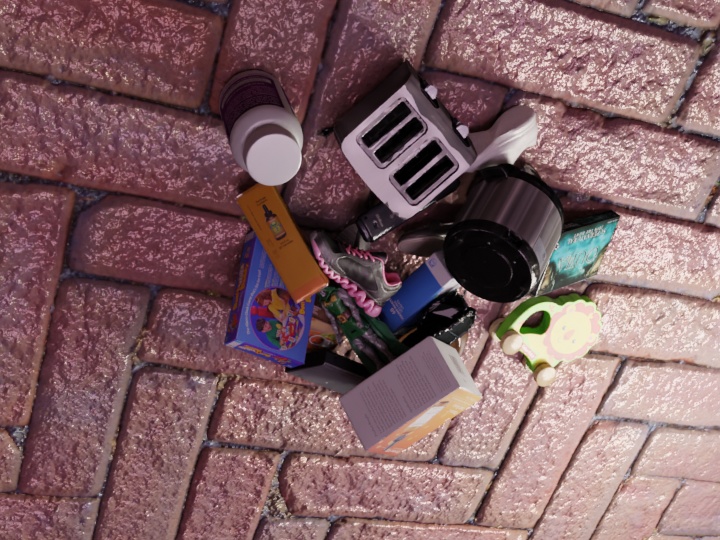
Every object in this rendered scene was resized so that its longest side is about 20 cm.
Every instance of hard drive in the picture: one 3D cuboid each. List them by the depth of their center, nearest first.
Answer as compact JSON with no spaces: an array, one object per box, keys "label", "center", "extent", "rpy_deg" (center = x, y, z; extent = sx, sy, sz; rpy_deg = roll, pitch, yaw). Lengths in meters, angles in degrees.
[{"label":"hard drive","center":[-0.023,0.200,1.861],"extent":[0.198,0.033,0.139],"rpy_deg":[24,156,-30]}]

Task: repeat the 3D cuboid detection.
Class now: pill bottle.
[{"label":"pill bottle","center":[-0.147,-0.211,1.495],"extent":[0.110,0.201,0.114],"rpy_deg":[-8,125,-11]}]

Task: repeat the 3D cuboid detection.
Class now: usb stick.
[{"label":"usb stick","center":[0.082,-0.117,1.704],"extent":[0.199,0.033,0.056],"rpy_deg":[-33,112,-12]}]

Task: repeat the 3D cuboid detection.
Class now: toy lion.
[{"label":"toy lion","center":[0.379,0.118,1.969],"extent":[0.192,0.069,0.200],"rpy_deg":[-46,124,6]}]

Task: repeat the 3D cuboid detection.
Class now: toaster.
[{"label":"toaster","center":[0.064,-0.204,1.595],"extent":[0.199,0.119,0.181],"rpy_deg":[-39,110,9]}]

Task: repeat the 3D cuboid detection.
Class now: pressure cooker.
[{"label":"pressure cooker","center":[0.248,-0.067,1.671],"extent":[0.177,0.201,0.177],"rpy_deg":[29,143,7]}]

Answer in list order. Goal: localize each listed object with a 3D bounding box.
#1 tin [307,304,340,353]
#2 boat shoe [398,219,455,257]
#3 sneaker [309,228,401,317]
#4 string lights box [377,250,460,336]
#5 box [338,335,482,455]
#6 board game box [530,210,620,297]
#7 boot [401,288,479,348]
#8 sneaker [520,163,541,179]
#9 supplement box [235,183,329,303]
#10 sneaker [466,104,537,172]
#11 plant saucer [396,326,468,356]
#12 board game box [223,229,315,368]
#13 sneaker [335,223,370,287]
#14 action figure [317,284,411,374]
[{"label":"tin","center":[-0.124,0.092,1.782],"extent":[0.198,0.042,0.112],"rpy_deg":[25,140,-30]},{"label":"boat shoe","center":[0.159,-0.065,1.786],"extent":[0.197,0.058,0.067],"rpy_deg":[-2,150,-11]},{"label":"sneaker","center":[-0.004,-0.013,1.667],"extent":[0.095,0.079,0.200],"rpy_deg":[-37,124,14]},{"label":"string lights box","center":[0.106,0.044,1.772],"extent":[0.200,0.059,0.102],"rpy_deg":[-43,164,31]},{"label":"box","center":[0.089,0.222,1.735],"extent":[0.199,0.107,0.152],"rpy_deg":[-36,157,12]},{"label":"board game box","center":[0.393,-0.033,1.836],"extent":[0.198,0.028,0.137],"rpy_deg":[-15,131,-41]},{"label":"boot","center":[0.127,0.116,1.783],"extent":[0.197,0.074,0.162],"rpy_deg":[-38,166,3]},{"label":"sneaker","center":[0.303,-0.095,1.790],"extent":[0.082,0.081,0.202],"rpy_deg":[-15,126,0]},{"label":"supplement box","center":[-0.126,-0.050,1.638],"extent":[0.066,0.069,0.202],"rpy_deg":[-29,97,4]},{"label":"sneaker","center":[0.219,-0.195,1.697],"extent":[0.198,0.076,0.089],"rpy_deg":[-28,133,-5]},{"label":"plant saucer","center":[0.120,0.146,1.918],"extent":[0.197,0.037,0.203],"rpy_deg":[-9,124,-13]},{"label":"board game box","center":[-0.144,0.046,1.679],"extent":[0.133,0.203,0.045],"rpy_deg":[23,153,-28]},{"label":"sneaker","center":[0.000,0.000,1.774],"extent":[0.086,0.075,0.202],"rpy_deg":[-17,131,-26]},{"label":"action figure","center":[-0.012,0.095,1.743],"extent":[0.201,0.055,0.118],"rpy_deg":[49,129,-7]}]
